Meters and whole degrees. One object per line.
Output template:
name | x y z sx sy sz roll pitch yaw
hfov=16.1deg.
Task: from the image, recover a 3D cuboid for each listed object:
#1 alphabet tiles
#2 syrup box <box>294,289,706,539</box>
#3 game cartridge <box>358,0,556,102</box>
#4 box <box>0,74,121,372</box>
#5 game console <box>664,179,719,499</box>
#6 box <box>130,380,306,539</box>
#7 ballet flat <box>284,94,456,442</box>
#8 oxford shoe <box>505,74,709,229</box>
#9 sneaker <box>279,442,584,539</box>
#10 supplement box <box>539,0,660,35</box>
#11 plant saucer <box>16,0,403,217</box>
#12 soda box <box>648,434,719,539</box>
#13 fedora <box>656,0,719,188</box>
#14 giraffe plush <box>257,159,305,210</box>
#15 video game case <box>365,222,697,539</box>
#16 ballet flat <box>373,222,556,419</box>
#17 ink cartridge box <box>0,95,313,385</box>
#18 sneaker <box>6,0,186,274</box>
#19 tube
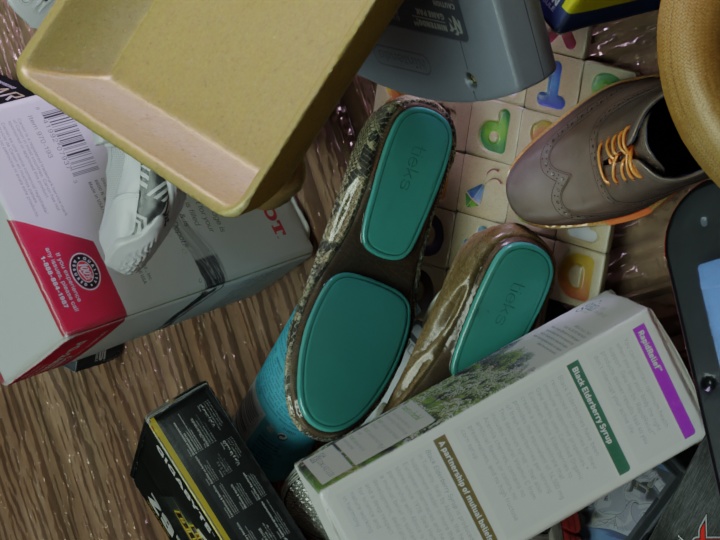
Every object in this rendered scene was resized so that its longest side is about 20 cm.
alphabet tiles | 0.073 -0.061 1.412 0.166 0.006 0.201 17 106 33
syrup box | 0.073 0.093 1.323 0.082 0.199 0.079 64 173 -12
game cartridge | 0.021 -0.155 1.307 0.200 0.041 0.134 20 138 52
box | -0.237 -0.042 1.698 0.199 0.043 0.161 23 117 36
game console | 0.245 0.035 1.227 0.176 0.031 0.201 -18 75 27
box | -0.068 0.180 1.552 0.201 0.049 0.160 57 165 10
ballet flat | 0.000 0.000 1.405 0.075 0.068 0.201 -9 61 67
oxford shoe | 0.145 -0.068 1.309 0.199 0.073 0.072 -24 85 37
sneaker | 0.027 0.138 1.449 0.199 0.082 0.078 4 106 42
supplement box | 0.142 -0.231 1.250 0.109 0.109 0.200 49 129 20
plant saucer | -0.054 -0.137 1.258 0.200 0.048 0.201 32 90 43
soda box | 0.195 0.145 1.339 0.063 0.071 0.201 41 127 25
fedora | 0.231 -0.108 1.192 0.082 0.200 0.202 95 150 -83
giraffe plush | -0.064 -0.161 1.455 0.162 0.172 0.201 -48 35 29
video game case | 0.085 0.102 1.459 0.200 0.025 0.181 48 129 22
ballet flat | 0.043 0.064 1.392 0.201 0.068 0.072 -68 23 3
ink cartridge box | -0.147 -0.035 1.514 0.083 0.199 0.146 -36 78 46
sneaker | -0.136 -0.105 1.359 0.114 0.075 0.201 15 91 1
tube | -0.025 0.051 1.508 0.078 0.050 0.200 53 139 18
